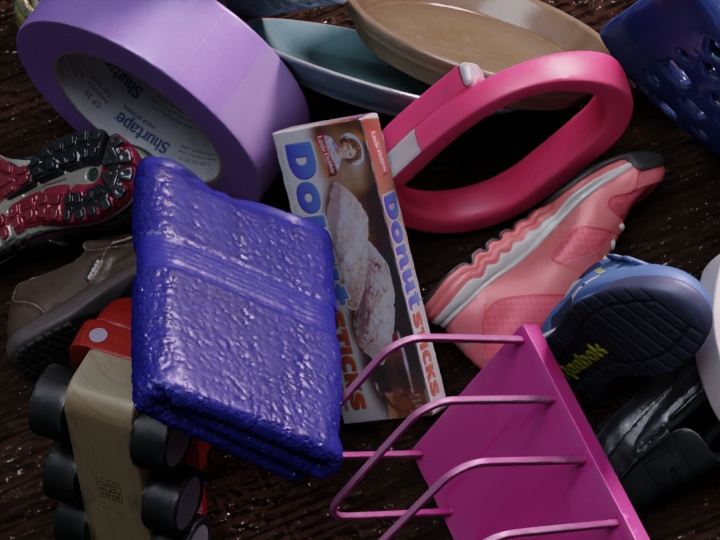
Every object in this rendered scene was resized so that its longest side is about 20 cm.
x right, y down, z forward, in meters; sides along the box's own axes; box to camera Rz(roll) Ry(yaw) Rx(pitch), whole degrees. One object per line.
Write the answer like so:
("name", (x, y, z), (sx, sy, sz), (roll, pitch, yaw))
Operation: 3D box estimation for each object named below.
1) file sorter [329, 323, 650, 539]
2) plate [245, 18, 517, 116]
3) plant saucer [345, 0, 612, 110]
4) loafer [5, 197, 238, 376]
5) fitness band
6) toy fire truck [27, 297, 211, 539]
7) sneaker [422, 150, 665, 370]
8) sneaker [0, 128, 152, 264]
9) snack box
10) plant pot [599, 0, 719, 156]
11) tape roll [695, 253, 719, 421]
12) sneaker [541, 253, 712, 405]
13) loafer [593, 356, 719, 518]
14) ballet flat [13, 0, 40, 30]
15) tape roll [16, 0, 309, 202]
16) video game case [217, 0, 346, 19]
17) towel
("file sorter", (0.069, 0.154, 1.601), (0.125, 0.139, 0.201), (1, 51, -40))
("plate", (0.014, -0.132, 1.784), (0.199, 0.200, 0.026), (19, 105, 18))
("plant saucer", (0.081, -0.158, 1.795), (0.199, 0.030, 0.200), (14, 24, -6))
("loafer", (-0.159, -0.003, 1.777), (0.199, 0.073, 0.071), (-25, 58, 1))
("fitness band", (0.089, -0.085, 1.717), (0.200, 0.143, 0.038), (-38, 57, 40))
("toy fire truck", (-0.106, 0.080, 1.684), (0.128, 0.177, 0.200), (15, 50, 17))
("sneaker", (0.136, -0.003, 1.753), (0.200, 0.074, 0.087), (-36, 88, -15))
("sneaker", (-0.225, -0.043, 1.811), (0.199, 0.075, 0.081), (-7, 76, 27))
("snack box", (0.000, 0.000, 1.704), (0.072, 0.024, 0.201), (-8, 101, 34))
("plant pot", (0.303, -0.154, 1.714), (0.200, 0.200, 0.180), (-35, 90, -13))
("tape roll", (0.305, 0.048, 1.622), (0.202, 0.037, 0.204), (7, 65, -14))
("sneaker", (0.168, 0.022, 1.631), (0.074, 0.200, 0.082), (42, 69, -8))
("loafer", (0.197, 0.106, 1.652), (0.070, 0.068, 0.201), (37, 91, 34))
("ballet flat", (-0.156, -0.206, 1.896), (0.199, 0.071, 0.071), (-13, 61, 1))
("tape roll", (-0.134, -0.127, 1.773), (0.199, 0.200, 0.066), (27, 68, 21))
("video game case", (-0.133, -0.212, 1.743), (0.199, 0.182, 0.023), (18, 82, -29))
("towel", (-0.080, 0.032, 1.604), (0.147, 0.050, 0.201), (23, 40, -25))
